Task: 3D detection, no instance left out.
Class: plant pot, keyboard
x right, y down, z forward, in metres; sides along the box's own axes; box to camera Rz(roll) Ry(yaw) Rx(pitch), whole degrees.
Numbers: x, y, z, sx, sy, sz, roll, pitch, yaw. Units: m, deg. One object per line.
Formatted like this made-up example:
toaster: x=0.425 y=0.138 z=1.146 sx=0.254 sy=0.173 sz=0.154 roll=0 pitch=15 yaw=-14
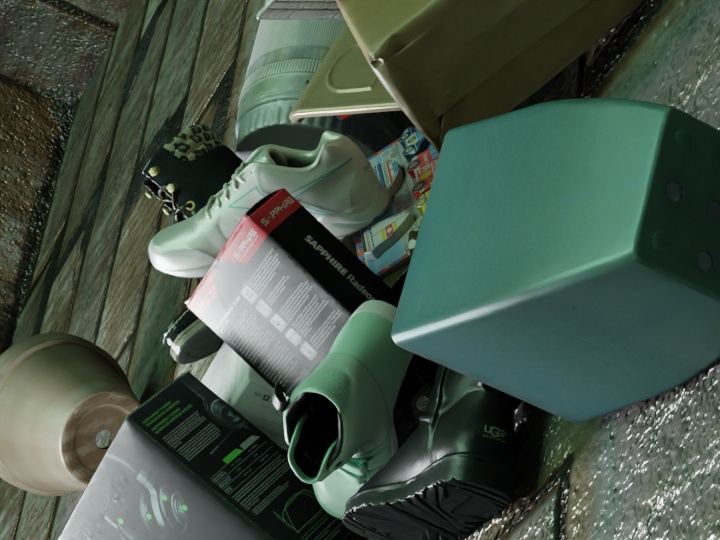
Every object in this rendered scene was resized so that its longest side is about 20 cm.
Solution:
plant pot: x=0.139 y=-0.013 z=1.180 sx=0.200 sy=0.141 sz=0.142 roll=-19 pitch=51 yaw=61
keyboard: x=-0.009 y=-0.217 z=1.649 sx=0.056 sy=0.011 sz=0.200 roll=-50 pitch=-20 yaw=26
plant pot: x=-0.338 y=0.186 z=2.507 sx=0.173 sy=0.200 sz=0.201 roll=15 pitch=84 yaw=57

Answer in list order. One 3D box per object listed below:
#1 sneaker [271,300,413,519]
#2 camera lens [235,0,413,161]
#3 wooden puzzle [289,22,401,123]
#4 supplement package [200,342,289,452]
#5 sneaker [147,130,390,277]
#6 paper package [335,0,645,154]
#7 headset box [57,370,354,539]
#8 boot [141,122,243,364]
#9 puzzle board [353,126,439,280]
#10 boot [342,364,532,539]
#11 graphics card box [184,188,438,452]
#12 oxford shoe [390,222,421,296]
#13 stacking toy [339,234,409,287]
sneaker: x=-0.025 y=0.124 z=1.473 sx=0.118 sy=0.074 sz=0.201 roll=-46 pitch=-24 yaw=-43
camera lens: x=-0.022 y=-0.174 z=1.892 sx=0.160 sy=0.160 sz=0.201 roll=-44 pitch=29 yaw=57
wooden puzzle: x=0.053 y=-0.191 z=1.737 sx=0.200 sy=0.046 sz=0.186 roll=-5 pitch=46 yaw=45
supplement package: x=-0.075 y=0.134 z=1.741 sx=0.121 sy=0.119 sz=0.200 roll=-86 pitch=23 yaw=-49
sneaker: x=-0.081 y=-0.055 z=1.634 sx=0.200 sy=0.080 sz=0.071 roll=-19 pitch=30 yaw=16
paper package: x=0.090 y=-0.199 z=1.533 sx=0.190 sy=0.104 sz=0.200 roll=-38 pitch=20 yaw=5
headset box: x=-0.128 y=0.205 z=1.645 sx=0.093 sy=0.200 sz=0.174 roll=-38 pitch=-17 yaw=-54
boot: x=-0.138 y=-0.025 z=1.786 sx=0.204 sy=0.154 sz=0.074 roll=-44 pitch=-11 yaw=-35
puzzle board: x=0.055 y=-0.074 z=1.630 sx=0.150 sy=0.017 sz=0.200 roll=-32 pitch=24 yaw=10
boot: x=0.064 y=0.092 z=1.415 sx=0.198 sy=0.073 sz=0.163 roll=-38 pitch=34 yaw=58
graphics card box: x=-0.023 y=0.049 z=1.539 sx=0.051 sy=0.200 sz=0.126 roll=-41 pitch=-8 yaw=-44
oxford shoe: x=0.078 y=-0.009 z=1.477 sx=0.200 sy=0.084 sz=0.073 roll=-48 pitch=24 yaw=49
stacking toy: x=0.000 y=0.000 z=1.751 sx=0.200 sy=0.085 sz=0.086 roll=-173 pitch=104 yaw=-78
